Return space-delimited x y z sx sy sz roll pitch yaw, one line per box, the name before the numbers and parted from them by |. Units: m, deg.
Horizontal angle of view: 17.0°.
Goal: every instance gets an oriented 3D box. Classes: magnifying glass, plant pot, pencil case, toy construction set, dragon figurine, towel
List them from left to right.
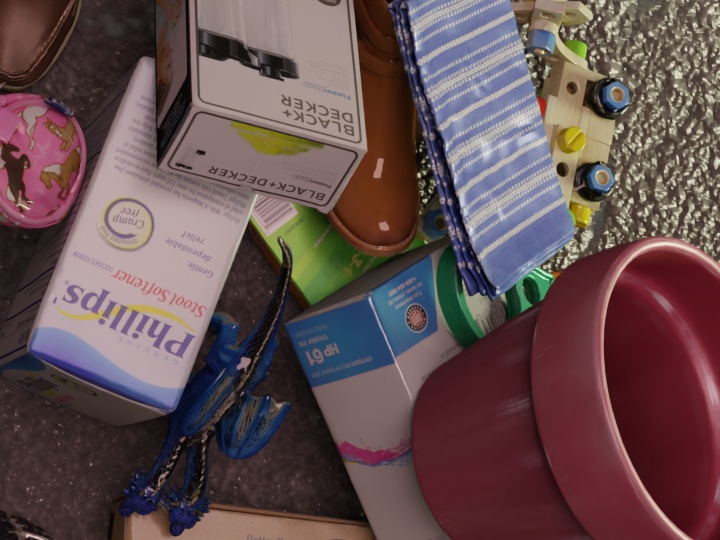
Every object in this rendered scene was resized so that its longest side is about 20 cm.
pencil case | -0.257 -0.078 1.505 0.082 0.199 0.087 0 97 -43
dragon figurine | -0.083 0.080 1.516 0.059 0.100 0.200 28 118 -25
towel | 0.084 -0.094 1.557 0.145 0.024 0.202 -32 109 -54
toy construction set | 0.119 -0.099 1.673 0.130 0.092 0.202 17 89 -21
magnifying glass | 0.115 0.014 1.608 0.199 0.022 0.080 -3 77 -55
plant pot | 0.137 0.096 1.471 0.199 0.178 0.202 21 60 -42

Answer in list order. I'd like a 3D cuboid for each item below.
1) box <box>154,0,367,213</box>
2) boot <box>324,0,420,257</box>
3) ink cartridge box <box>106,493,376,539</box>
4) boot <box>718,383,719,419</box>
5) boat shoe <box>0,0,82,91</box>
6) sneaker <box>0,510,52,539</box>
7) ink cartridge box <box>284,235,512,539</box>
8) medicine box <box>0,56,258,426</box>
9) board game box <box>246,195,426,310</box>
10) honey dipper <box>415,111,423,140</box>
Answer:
box | -0.063 -0.140 1.468 0.116 0.060 0.201 15 47 -21
boot | 0.019 -0.126 1.583 0.076 0.156 0.201 7 61 -11
ink cartridge box | -0.073 0.241 1.591 0.198 0.075 0.166 9 81 -15
boot | 0.216 0.140 1.574 0.070 0.146 0.201 -24 93 -47
boat shoe | -0.208 -0.221 1.597 0.074 0.075 0.204 17 80 -14
sneaker | -0.295 0.198 1.544 0.198 0.078 0.080 -8 106 -12
ink cartridge box | 0.054 0.093 1.583 0.144 0.084 0.201 -30 98 -51
medicine box | -0.146 -0.013 1.538 0.102 0.182 0.201 22 79 -12
board game box | 0.000 0.000 1.661 0.095 0.030 0.201 -37 94 -17
honey dipper | 0.026 -0.191 1.685 0.038 0.038 0.202 -6 89 -17
